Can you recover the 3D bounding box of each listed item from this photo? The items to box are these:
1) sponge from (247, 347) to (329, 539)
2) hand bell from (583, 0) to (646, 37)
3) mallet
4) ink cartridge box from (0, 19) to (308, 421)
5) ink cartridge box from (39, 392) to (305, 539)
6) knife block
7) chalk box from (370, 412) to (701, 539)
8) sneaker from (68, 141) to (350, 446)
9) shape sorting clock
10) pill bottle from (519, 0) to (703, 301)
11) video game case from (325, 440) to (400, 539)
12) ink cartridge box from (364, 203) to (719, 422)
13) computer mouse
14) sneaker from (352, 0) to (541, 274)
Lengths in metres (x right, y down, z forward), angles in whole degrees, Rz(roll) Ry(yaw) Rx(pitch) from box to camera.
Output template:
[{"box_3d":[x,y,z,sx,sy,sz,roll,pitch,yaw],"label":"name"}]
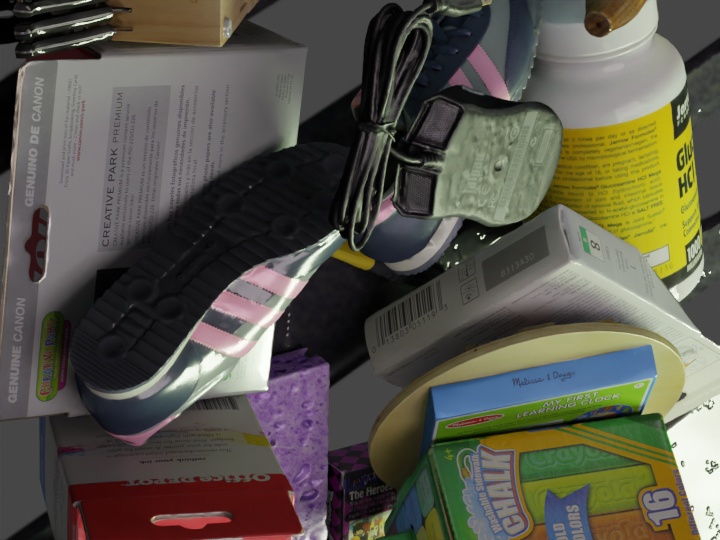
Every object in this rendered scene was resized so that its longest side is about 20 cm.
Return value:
[{"box_3d":[-0.072,0.154,1.328,0.111,0.030,0.201,-14,117,-32],"label":"sponge"},{"box_3d":[0.169,-0.189,1.260,0.200,0.104,0.105,-57,141,-47],"label":"hand bell"},{"box_3d":[0.000,0.000,1.299,0.200,0.041,0.066,27,51,-45],"label":"mallet"},{"box_3d":[-0.131,-0.031,1.167,0.175,0.084,0.201,-5,111,-37],"label":"ink cartridge box"},{"box_3d":[-0.104,0.123,1.159,0.116,0.200,0.068,-2,111,-14],"label":"ink cartridge box"},{"box_3d":[-0.144,-0.164,1.127,0.175,0.200,0.064,6,113,8],"label":"knife block"},{"box_3d":[0.090,0.175,1.307,0.199,0.125,0.124,-7,154,-18],"label":"chalk box"},{"box_3d":[-0.071,0.012,1.145,0.200,0.070,0.082,-39,151,-22],"label":"sneaker"},{"box_3d":[0.101,0.086,1.323,0.199,0.039,0.200,-12,153,-6],"label":"shape sorting clock"},{"box_3d":[0.149,-0.079,1.345,0.112,0.112,0.201,-27,124,-26],"label":"pill bottle"},{"box_3d":[0.056,0.187,1.436,0.199,0.036,0.182,-12,116,-34],"label":"video game case"},{"box_3d":[0.127,0.046,1.347,0.161,0.050,0.200,-32,140,32],"label":"ink cartridge box"},{"box_3d":[0.047,-0.090,1.154,0.200,0.046,0.141,-10,118,-53],"label":"computer mouse"},{"box_3d":[0.040,-0.103,1.247,0.082,0.070,0.201,29,77,-42],"label":"sneaker"}]
